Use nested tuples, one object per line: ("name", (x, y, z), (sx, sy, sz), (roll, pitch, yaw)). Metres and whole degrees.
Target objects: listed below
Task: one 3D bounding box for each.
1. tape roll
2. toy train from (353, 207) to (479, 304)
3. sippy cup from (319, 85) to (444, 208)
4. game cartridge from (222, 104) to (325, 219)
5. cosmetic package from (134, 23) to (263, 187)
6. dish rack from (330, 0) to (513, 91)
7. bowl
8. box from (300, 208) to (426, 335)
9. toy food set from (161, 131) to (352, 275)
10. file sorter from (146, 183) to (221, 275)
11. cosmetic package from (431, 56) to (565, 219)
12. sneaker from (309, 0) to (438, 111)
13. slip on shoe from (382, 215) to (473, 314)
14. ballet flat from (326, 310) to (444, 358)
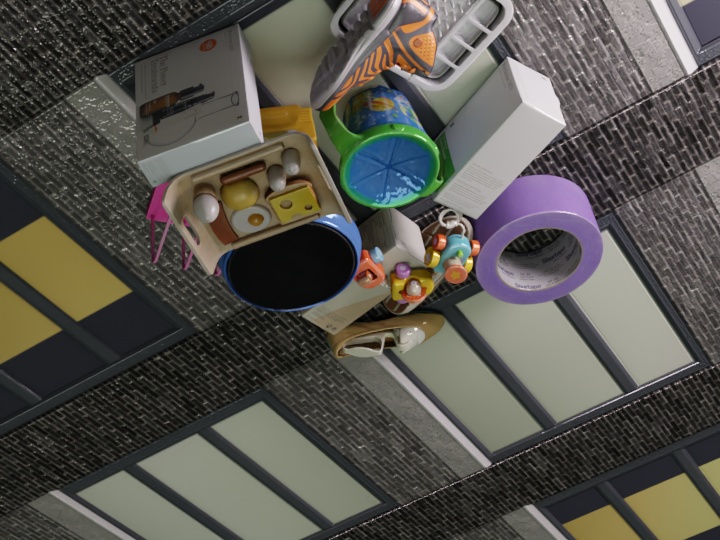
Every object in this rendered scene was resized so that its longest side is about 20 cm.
("tape roll", (0.266, -0.045, 1.878), (0.199, 0.085, 0.200), (-5, 135, -5))
("toy train", (0.076, -0.005, 1.771), (0.200, 0.056, 0.150), (-26, 137, 14))
("sippy cup", (0.031, -0.176, 1.665), (0.139, 0.131, 0.178), (-17, 136, 6))
("game cartridge", (-0.142, -0.146, 1.614), (0.176, 0.200, 0.032), (-7, 135, -4))
("cosmetic package", (-0.205, -0.210, 1.536), (0.150, 0.200, 0.052), (-18, 137, 7))
("dish rack", (0.077, -0.334, 1.575), (0.200, 0.044, 0.172), (24, 127, -31))
("bowl", (-0.097, -0.017, 1.691), (0.200, 0.039, 0.201), (-6, 137, -5))
("box", (0.000, 0.000, 1.869), (0.200, 0.095, 0.078), (-35, 132, 26))
("toy food set", (-0.124, -0.076, 1.501), (0.199, 0.061, 0.144), (-19, 135, 9))
("file sorter", (-0.190, -0.072, 1.735), (0.199, 0.126, 0.139), (9, 133, -19))
("cosmetic package", (0.183, -0.182, 1.705), (0.085, 0.108, 0.200), (21, 126, -28))
("sneaker", (0.026, -0.261, 1.555), (0.112, 0.078, 0.200), (25, 127, -29))
("slip on shoe", (0.112, -0.010, 1.905), (0.061, 0.076, 0.200), (-14, 145, -55))
("ballet flat", (0.044, 0.113, 2.014), (0.199, 0.063, 0.069), (-8, 137, -3))
